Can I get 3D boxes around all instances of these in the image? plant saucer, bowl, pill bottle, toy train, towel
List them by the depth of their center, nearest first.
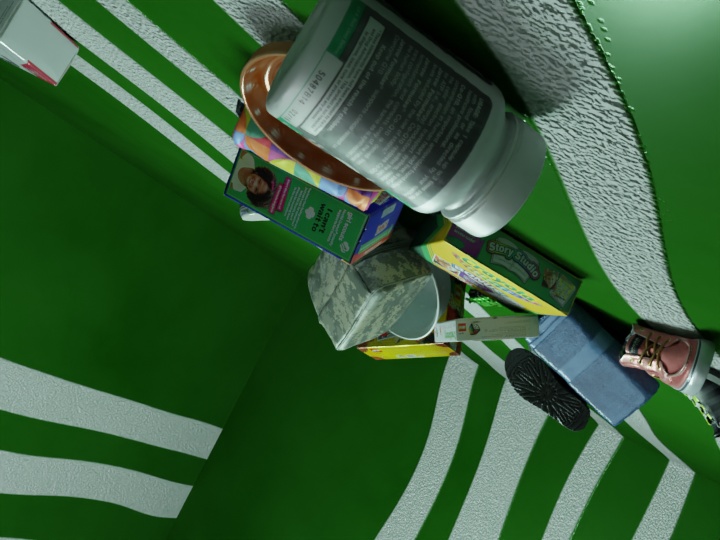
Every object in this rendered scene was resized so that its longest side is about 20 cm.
[{"bbox_3d":[0.037,-0.116,0.560,0.198,0.114,0.113,31,173,-17],"label":"pill bottle"},{"bbox_3d":[-0.030,-0.155,0.751,0.197,0.033,0.201,25,157,11],"label":"plant saucer"},{"bbox_3d":[0.351,0.134,1.132,0.200,0.048,0.112,45,133,8],"label":"towel"},{"bbox_3d":[0.089,0.008,1.269,0.200,0.090,0.204,30,132,39],"label":"bowl"},{"bbox_3d":[0.236,0.043,1.320,0.055,0.042,0.200,19,175,-5],"label":"toy train"}]

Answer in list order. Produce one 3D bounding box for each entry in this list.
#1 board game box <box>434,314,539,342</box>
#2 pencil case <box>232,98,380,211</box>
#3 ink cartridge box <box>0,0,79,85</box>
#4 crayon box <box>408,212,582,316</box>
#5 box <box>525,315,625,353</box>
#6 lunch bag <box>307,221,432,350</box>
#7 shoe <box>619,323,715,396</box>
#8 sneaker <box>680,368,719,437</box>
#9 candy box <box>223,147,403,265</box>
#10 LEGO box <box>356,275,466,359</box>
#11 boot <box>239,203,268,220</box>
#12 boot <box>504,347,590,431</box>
[{"bbox_3d":[0.192,0.093,1.166,0.123,0.035,0.200,-3,174,-3],"label":"board game box"},{"bbox_3d":[-0.058,-0.149,0.883,0.197,0.090,0.088,28,174,0],"label":"pencil case"},{"bbox_3d":[-0.594,-0.406,1.227,0.197,0.087,0.148,25,173,22],"label":"ink cartridge box"},{"bbox_3d":[0.182,-0.009,1.036,0.198,0.059,0.172,30,174,-9],"label":"crayon box"},{"bbox_3d":[0.386,0.141,1.243,0.198,0.080,0.141,27,176,20],"label":"box"},{"bbox_3d":[0.000,0.000,1.184,0.169,0.138,0.201,55,140,20],"label":"lunch bag"},{"bbox_3d":[0.400,0.115,0.984,0.090,0.073,0.200,21,177,14],"label":"shoe"},{"bbox_3d":[0.516,0.197,1.070,0.198,0.084,0.072,24,173,38],"label":"sneaker"},{"bbox_3d":[-0.055,-0.101,1.001,0.197,0.078,0.169,27,-159,13],"label":"candy box"},{"bbox_3d":[0.101,0.088,1.448,0.197,0.152,0.077,-8,153,34],"label":"LEGO box"},{"bbox_3d":[-0.153,-0.147,1.451,0.072,0.092,0.198,-17,169,42],"label":"boot"},{"bbox_3d":[0.316,0.185,1.254,0.165,0.066,0.200,46,-166,9],"label":"boot"}]
